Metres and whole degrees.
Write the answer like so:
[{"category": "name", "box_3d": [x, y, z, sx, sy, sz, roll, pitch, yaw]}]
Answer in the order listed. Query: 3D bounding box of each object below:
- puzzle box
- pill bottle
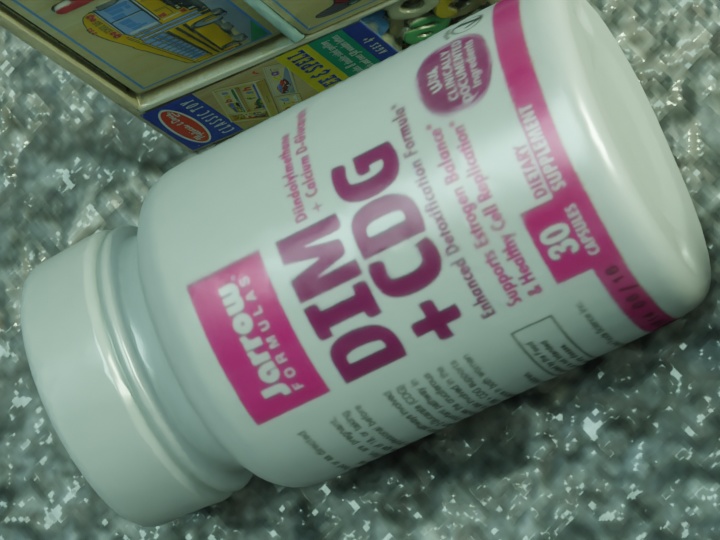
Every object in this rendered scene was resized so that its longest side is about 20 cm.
[{"category": "puzzle box", "box_3d": [-0.045, -0.100, 0.866, 0.132, 0.200, 0.026, -21, 67, 18]}, {"category": "pill bottle", "box_3d": [0.000, 0.000, 0.865, 0.199, 0.113, 0.114, -26, 66, 15]}]
